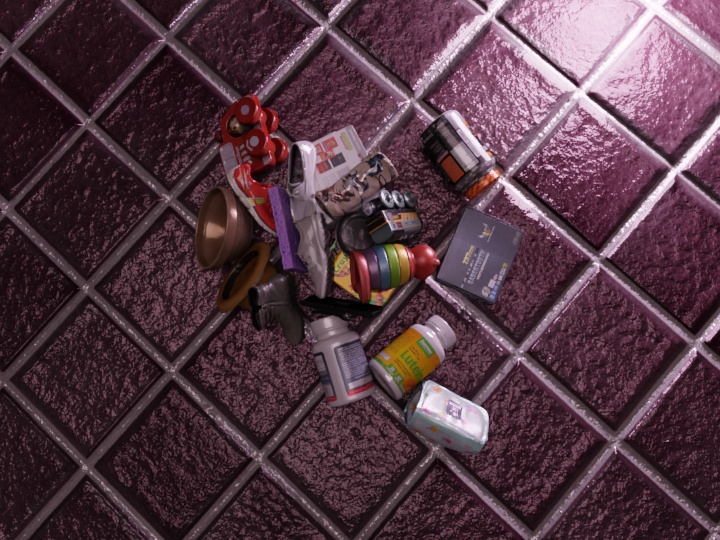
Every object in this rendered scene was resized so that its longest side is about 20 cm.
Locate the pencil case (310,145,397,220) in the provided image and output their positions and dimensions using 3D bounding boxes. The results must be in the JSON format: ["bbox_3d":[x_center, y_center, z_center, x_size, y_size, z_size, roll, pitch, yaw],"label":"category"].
[{"bbox_3d":[-0.015,-0.199,1.208,0.199,0.078,0.090,-35,103,-2],"label":"pencil case"}]

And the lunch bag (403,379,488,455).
[{"bbox_3d":[0.190,0.333,1.172,0.169,0.200,0.123,28,86,5],"label":"lunch bag"}]

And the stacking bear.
[{"bbox_3d":[0.082,-0.009,1.207,0.198,0.121,0.115,-10,110,-11],"label":"stacking bear"}]

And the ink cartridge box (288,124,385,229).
[{"bbox_3d":[-0.054,-0.230,1.294,0.174,0.084,0.201,-26,85,-1],"label":"ink cartridge box"}]

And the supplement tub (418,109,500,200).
[{"bbox_3d":[0.244,-0.280,1.271,0.122,0.123,0.201,-36,85,-2],"label":"supplement tub"}]

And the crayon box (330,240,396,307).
[{"bbox_3d":[0.000,0.000,1.286,0.199,0.051,0.127,35,87,5],"label":"crayon box"}]

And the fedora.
[{"bbox_3d":[-0.263,0.028,1.257,0.082,0.200,0.201,37,86,-30],"label":"fedora"}]

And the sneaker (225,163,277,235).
[{"bbox_3d":[-0.241,-0.171,1.269,0.085,0.077,0.201,-37,113,-2],"label":"sneaker"}]

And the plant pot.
[{"bbox_3d":[-0.324,-0.098,1.264,0.092,0.200,0.203,8,83,-38],"label":"plant pot"}]

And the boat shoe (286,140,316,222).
[{"bbox_3d":[-0.144,-0.201,1.218,0.071,0.068,0.202,18,108,25],"label":"boat shoe"}]

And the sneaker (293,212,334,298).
[{"bbox_3d":[-0.111,-0.033,1.231,0.081,0.075,0.202,-6,92,11],"label":"sneaker"}]

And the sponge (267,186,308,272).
[{"bbox_3d":[-0.173,-0.096,1.270,0.030,0.111,0.202,-13,84,14],"label":"sponge"}]

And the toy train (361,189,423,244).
[{"bbox_3d":[0.081,-0.126,1.236,0.085,0.199,0.115,-28,80,35],"label":"toy train"}]

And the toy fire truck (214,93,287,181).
[{"bbox_3d":[-0.291,-0.330,1.308,0.167,0.112,0.202,-21,83,18],"label":"toy fire truck"}]

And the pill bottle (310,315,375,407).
[{"bbox_3d":[-0.048,0.208,1.232,0.119,0.120,0.202,-18,84,0],"label":"pill bottle"}]

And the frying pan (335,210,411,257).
[{"bbox_3d":[0.027,-0.066,1.247,0.189,0.031,0.116,33,77,-12],"label":"frying pan"}]

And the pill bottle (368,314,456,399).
[{"bbox_3d":[0.127,0.198,1.225,0.199,0.111,0.111,-38,84,-14],"label":"pill bottle"}]

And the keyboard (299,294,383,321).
[{"bbox_3d":[-0.054,0.090,1.215,0.198,0.127,0.021,7,102,26],"label":"keyboard"}]

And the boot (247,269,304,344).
[{"bbox_3d":[-0.203,0.108,1.214,0.067,0.130,0.202,8,118,33],"label":"boot"}]

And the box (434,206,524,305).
[{"bbox_3d":[0.292,-0.036,1.281,0.157,0.051,0.201,24,86,5],"label":"box"}]
